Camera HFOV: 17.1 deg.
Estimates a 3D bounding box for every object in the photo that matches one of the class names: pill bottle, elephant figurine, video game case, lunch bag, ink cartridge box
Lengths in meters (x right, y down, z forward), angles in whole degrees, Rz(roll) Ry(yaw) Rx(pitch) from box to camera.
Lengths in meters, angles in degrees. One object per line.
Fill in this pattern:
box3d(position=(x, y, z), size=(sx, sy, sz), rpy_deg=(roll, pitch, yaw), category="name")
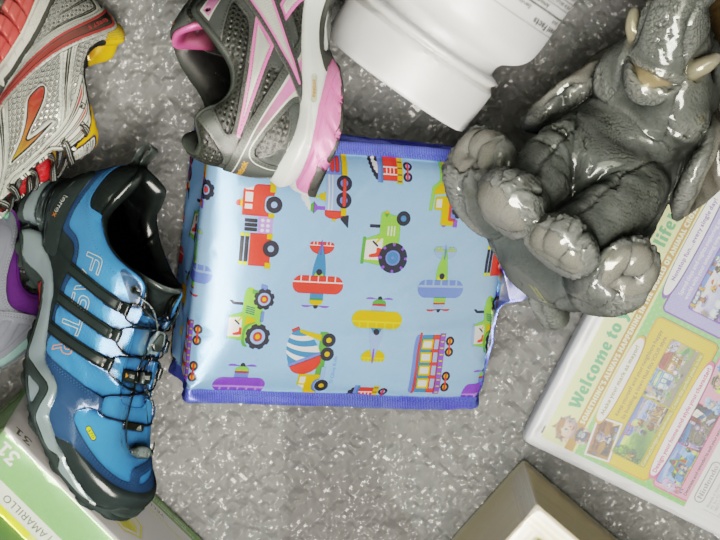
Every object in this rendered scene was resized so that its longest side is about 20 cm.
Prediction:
box3d(position=(0.075, -0.184, 1.305), size=(0.113, 0.113, 0.200), rpy_deg=(35, 98, -7), category="pill bottle")
box3d(position=(0.153, -0.077, 1.311), size=(0.141, 0.155, 0.200), rpy_deg=(43, 77, -23), category="elephant figurine")
box3d(position=(0.219, 0.049, 1.397), size=(0.181, 0.022, 0.201), rpy_deg=(26, 100, -5), category="video game case")
box3d(position=(0.000, 0.000, 1.360), size=(0.199, 0.094, 0.151), rpy_deg=(5, 98, -11), category="lunch bag")
box3d(position=(-0.160, 0.150, 1.322), size=(0.048, 0.200, 0.146), rpy_deg=(-43, 98, 10), category="ink cartridge box")

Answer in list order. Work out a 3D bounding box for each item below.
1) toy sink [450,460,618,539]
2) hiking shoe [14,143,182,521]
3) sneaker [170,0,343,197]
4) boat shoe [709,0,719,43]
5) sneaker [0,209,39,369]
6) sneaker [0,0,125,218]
box3d(position=(0.081, 0.235, 1.384), size=(0.130, 0.112, 0.200), rpy_deg=(41, 98, -7), category="toy sink")
box3d(position=(-0.138, 0.036, 1.323), size=(0.086, 0.074, 0.201), rpy_deg=(-19, 76, 34), category="hiking shoe")
box3d(position=(-0.059, -0.140, 1.284), size=(0.086, 0.080, 0.201), rpy_deg=(6, 61, -18), category="sneaker")
box3d(position=(0.227, -0.139, 1.340), size=(0.065, 0.072, 0.200), rpy_deg=(-40, 105, -23), category="boat shoe")
box3d(position=(-0.239, -0.036, 1.365), size=(0.087, 0.074, 0.201), rpy_deg=(-31, 103, -18), category="sneaker")
box3d(position=(-0.186, -0.072, 1.311), size=(0.082, 0.078, 0.201), rpy_deg=(24, 69, -12), category="sneaker")
